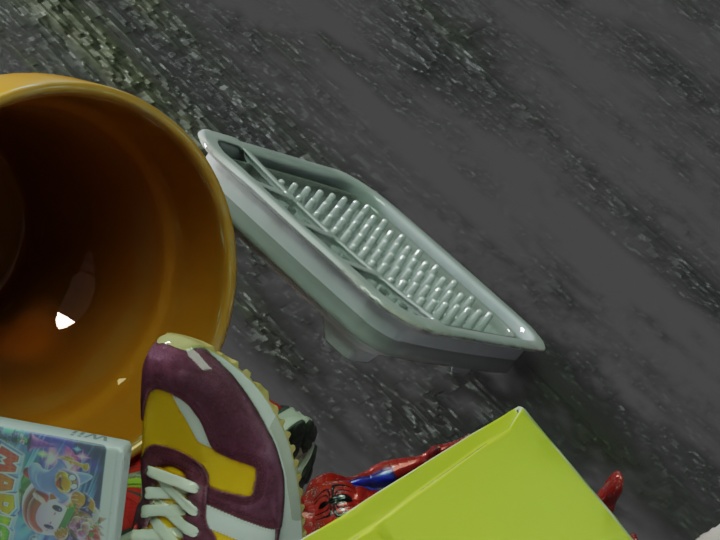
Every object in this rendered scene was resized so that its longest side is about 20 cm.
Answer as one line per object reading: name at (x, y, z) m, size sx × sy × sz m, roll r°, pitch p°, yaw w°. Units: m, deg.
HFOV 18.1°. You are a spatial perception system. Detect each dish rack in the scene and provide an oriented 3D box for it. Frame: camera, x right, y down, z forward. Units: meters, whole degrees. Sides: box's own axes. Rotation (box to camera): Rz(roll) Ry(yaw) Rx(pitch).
dish rack at (0.000, 0.000, 1.213) m, size 0.172 × 0.044 × 0.200 m, roll 41°, pitch 14°, yaw 25°

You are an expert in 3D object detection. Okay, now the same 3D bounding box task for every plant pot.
plant pot at (-0.193, -0.009, 1.165) m, size 0.199 × 0.201 × 0.183 m, roll -26°, pitch 24°, yaw -25°

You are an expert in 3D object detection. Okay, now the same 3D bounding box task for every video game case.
video game case at (-0.212, 0.131, 1.055) m, size 0.199 × 0.144 × 0.018 m, roll 10°, pitch 11°, yaw 7°

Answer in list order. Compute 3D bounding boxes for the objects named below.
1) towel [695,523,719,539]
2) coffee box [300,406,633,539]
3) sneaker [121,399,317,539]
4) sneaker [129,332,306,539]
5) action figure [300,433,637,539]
towel at (0.193, 0.224, 1.098) m, size 0.200 × 0.032 × 0.191 m, roll -32°, pitch 57°, yaw -30°
coffee box at (0.046, 0.223, 0.954) m, size 0.199 × 0.198 × 0.200 m, roll -29°, pitch 56°, yaw -16°
sneaker at (-0.109, 0.127, 1.146) m, size 0.085 × 0.077 × 0.200 m, roll 25°, pitch 43°, yaw 32°
sneaker at (-0.077, 0.127, 1.052) m, size 0.075 × 0.201 × 0.090 m, roll 16°, pitch 40°, yaw 41°
action figure at (0.040, 0.125, 1.151) m, size 0.199 × 0.052 × 0.066 m, roll 1°, pitch 52°, yaw -11°
